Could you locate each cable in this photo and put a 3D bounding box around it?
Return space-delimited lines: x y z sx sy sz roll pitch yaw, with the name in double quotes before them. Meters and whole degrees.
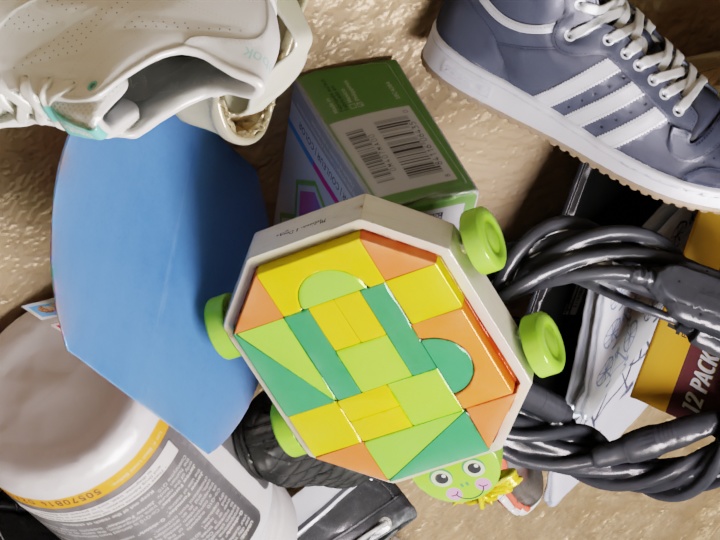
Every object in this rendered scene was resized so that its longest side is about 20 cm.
"cable" 0.126 0.048 1.535 0.200 0.051 0.163 17 135 -12

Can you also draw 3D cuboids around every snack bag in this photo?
"snack bag" 0.169 0.028 1.699 0.189 0.021 0.200 -43 155 -39

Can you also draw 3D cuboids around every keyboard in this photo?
"keyboard" 0.119 0.002 1.670 0.104 0.040 0.200 1 114 -51

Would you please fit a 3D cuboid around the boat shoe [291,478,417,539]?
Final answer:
"boat shoe" -0.053 0.191 1.733 0.199 0.068 0.074 -42 173 -8

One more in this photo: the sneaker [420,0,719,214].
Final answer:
"sneaker" 0.135 -0.110 1.484 0.070 0.200 0.109 -52 165 -58

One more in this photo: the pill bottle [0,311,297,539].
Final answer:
"pill bottle" -0.116 0.105 1.587 0.116 0.116 0.200 -34 142 4

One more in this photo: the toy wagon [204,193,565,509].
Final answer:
"toy wagon" 0.022 0.051 1.486 0.155 0.040 0.200 -19 121 22

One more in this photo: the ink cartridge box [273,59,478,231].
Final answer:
"ink cartridge box" 0.000 0.000 1.559 0.059 0.104 0.200 -13 139 -22

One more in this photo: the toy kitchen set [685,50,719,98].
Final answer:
"toy kitchen set" 0.228 -0.163 1.574 0.200 0.181 0.163 -10 -168 22

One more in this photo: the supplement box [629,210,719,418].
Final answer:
"supplement box" 0.285 0.022 1.622 0.197 0.200 0.133 -39 150 -60

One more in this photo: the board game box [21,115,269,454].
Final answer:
"board game box" -0.110 -0.006 1.478 0.039 0.158 0.200 -4 153 29

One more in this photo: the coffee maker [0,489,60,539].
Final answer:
"coffee maker" -0.230 0.230 1.636 0.200 0.135 0.192 -36 144 7

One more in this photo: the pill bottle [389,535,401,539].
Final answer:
"pill bottle" -0.038 0.250 1.805 0.200 0.111 0.111 -36 142 6

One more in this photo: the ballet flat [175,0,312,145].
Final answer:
"ballet flat" -0.037 -0.141 1.408 0.069 0.069 0.200 -2 134 -32

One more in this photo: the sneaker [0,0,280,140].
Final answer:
"sneaker" -0.135 -0.089 1.353 0.200 0.089 0.075 -13 138 9

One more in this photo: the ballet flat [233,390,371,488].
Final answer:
"ballet flat" -0.007 0.087 1.635 0.057 0.066 0.200 -15 178 22

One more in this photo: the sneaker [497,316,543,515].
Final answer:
"sneaker" 0.082 0.071 1.722 0.082 0.077 0.200 -37 144 -4
